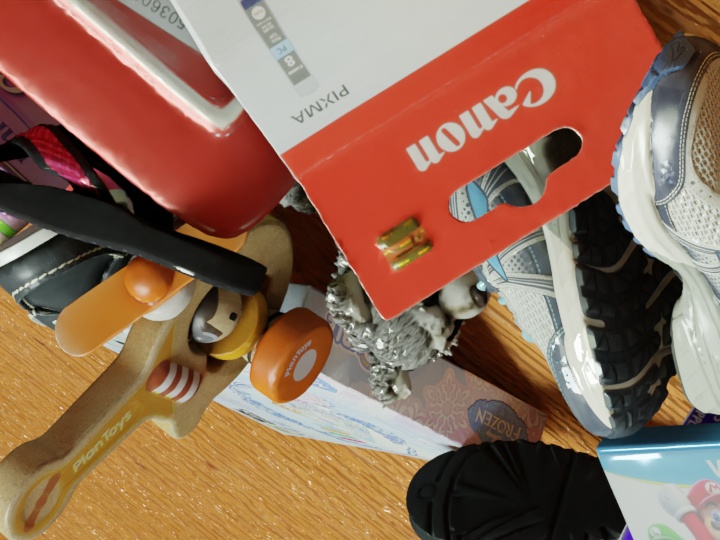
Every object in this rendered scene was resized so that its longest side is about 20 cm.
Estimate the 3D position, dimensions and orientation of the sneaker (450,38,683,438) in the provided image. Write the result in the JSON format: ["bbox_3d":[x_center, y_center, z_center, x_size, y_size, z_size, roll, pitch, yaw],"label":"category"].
[{"bbox_3d":[0.072,-0.022,1.203,0.086,0.077,0.201,-20,88,40],"label":"sneaker"}]

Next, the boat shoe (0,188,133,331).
[{"bbox_3d":[-0.131,0.001,1.372,0.061,0.075,0.200,64,-170,1],"label":"boat shoe"}]

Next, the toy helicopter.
[{"bbox_3d":[-0.101,0.045,1.309,0.079,0.200,0.133,33,154,24],"label":"toy helicopter"}]

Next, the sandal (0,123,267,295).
[{"bbox_3d":[-0.115,-0.036,1.216,0.199,0.045,0.075,18,-177,38],"label":"sandal"}]

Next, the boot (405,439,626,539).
[{"bbox_3d":[0.133,0.166,1.490,0.197,0.074,0.163,-1,139,17],"label":"boot"}]

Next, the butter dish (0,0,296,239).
[{"bbox_3d":[-0.085,-0.138,1.219,0.200,0.200,0.148,40,165,-10],"label":"butter dish"}]

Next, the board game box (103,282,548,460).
[{"bbox_3d":[-0.035,0.051,1.525,0.198,0.044,0.200,9,165,46],"label":"board game box"}]

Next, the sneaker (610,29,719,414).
[{"bbox_3d":[0.162,-0.015,1.110,0.085,0.077,0.200,12,146,34],"label":"sneaker"}]

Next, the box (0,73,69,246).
[{"bbox_3d":[-0.225,-0.092,1.378,0.176,0.097,0.200,43,149,-10],"label":"box"}]

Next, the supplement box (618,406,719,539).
[{"bbox_3d":[0.236,0.129,1.326,0.199,0.101,0.104,32,151,10],"label":"supplement box"}]

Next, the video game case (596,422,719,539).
[{"bbox_3d":[0.197,0.151,1.212,0.143,0.018,0.201,-6,118,39],"label":"video game case"}]

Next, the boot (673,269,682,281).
[{"bbox_3d":[0.169,-0.041,1.180,0.164,0.066,0.200,17,149,24],"label":"boot"}]

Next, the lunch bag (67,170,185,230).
[{"bbox_3d":[-0.129,-0.084,1.464,0.176,0.082,0.200,42,153,-9],"label":"lunch bag"}]

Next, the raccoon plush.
[{"bbox_3d":[0.000,0.000,1.376,0.097,0.134,0.200,47,152,-18],"label":"raccoon plush"}]

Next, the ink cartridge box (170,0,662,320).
[{"bbox_3d":[0.022,-0.102,1.119,0.201,0.160,0.047,58,-175,-4],"label":"ink cartridge box"}]
